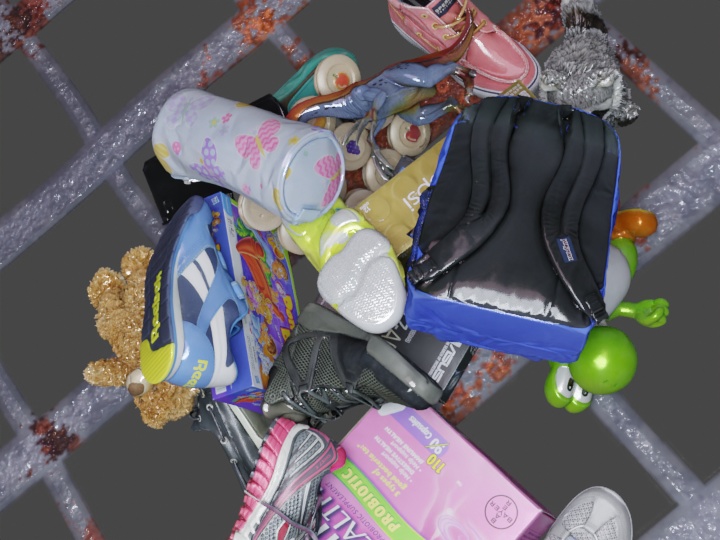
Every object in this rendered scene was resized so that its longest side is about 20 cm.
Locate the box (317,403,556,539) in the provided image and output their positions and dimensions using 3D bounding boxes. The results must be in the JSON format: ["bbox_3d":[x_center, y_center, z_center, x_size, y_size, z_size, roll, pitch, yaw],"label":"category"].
[{"bbox_3d":[0.041,0.233,0.912,0.176,0.097,0.200,42,89,25],"label":"box"}]

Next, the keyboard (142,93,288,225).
[{"bbox_3d":[-0.143,-0.097,1.097,0.200,0.021,0.127,-22,88,28],"label":"keyboard"}]

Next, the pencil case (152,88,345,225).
[{"bbox_3d":[-0.108,-0.109,0.940,0.200,0.083,0.091,22,87,38],"label":"pencil case"}]

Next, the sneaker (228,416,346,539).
[{"bbox_3d":[-0.074,0.230,0.858,0.075,0.081,0.200,19,84,0],"label":"sneaker"}]

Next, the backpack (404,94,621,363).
[{"bbox_3d":[0.123,-0.036,0.847,0.162,0.168,0.200,13,70,2],"label":"backpack"}]

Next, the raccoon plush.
[{"bbox_3d":[0.203,-0.212,0.985,0.097,0.134,0.200,-20,67,12],"label":"raccoon plush"}]

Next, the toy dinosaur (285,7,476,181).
[{"bbox_3d":[0.018,-0.162,0.992,0.181,0.105,0.200,4,52,2],"label":"toy dinosaur"}]

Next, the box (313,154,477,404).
[{"bbox_3d":[0.063,0.007,1.002,0.160,0.044,0.200,29,83,19],"label":"box"}]

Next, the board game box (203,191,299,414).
[{"bbox_3d":[-0.108,0.038,1.004,0.045,0.134,0.200,-20,67,18],"label":"board game box"}]

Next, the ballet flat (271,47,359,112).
[{"bbox_3d":[-0.073,-0.171,1.099,0.200,0.070,0.067,-36,106,27],"label":"ballet flat"}]

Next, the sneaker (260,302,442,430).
[{"bbox_3d":[-0.014,0.105,0.887,0.199,0.076,0.114,21,74,50],"label":"sneaker"}]

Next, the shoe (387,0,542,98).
[{"bbox_3d":[0.100,-0.252,1.057,0.200,0.091,0.072,39,88,25],"label":"shoe"}]

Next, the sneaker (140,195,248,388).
[{"bbox_3d":[-0.148,0.022,0.916,0.074,0.082,0.200,-42,39,43],"label":"sneaker"}]

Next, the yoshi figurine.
[{"bbox_3d":[0.223,0.032,0.915,0.112,0.112,0.200,11,79,15],"label":"yoshi figurine"}]

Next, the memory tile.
[{"bbox_3d":[-0.023,-0.105,1.028,0.200,0.153,0.017,-60,28,-6],"label":"memory tile"}]

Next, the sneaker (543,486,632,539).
[{"bbox_3d":[0.169,0.276,0.862,0.075,0.082,0.200,28,83,24],"label":"sneaker"}]

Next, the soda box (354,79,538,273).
[{"bbox_3d":[0.096,-0.086,0.963,0.200,0.064,0.068,-38,70,1],"label":"soda box"}]

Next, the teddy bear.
[{"bbox_3d":[-0.238,0.067,1.077,0.145,0.067,0.200,-13,68,16],"label":"teddy bear"}]

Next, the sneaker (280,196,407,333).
[{"bbox_3d":[0.000,0.000,0.929,0.076,0.105,0.200,-35,47,3],"label":"sneaker"}]

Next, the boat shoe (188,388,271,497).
[{"bbox_3d":[-0.135,0.148,1.002,0.066,0.075,0.200,-36,87,7],"label":"boat shoe"}]
